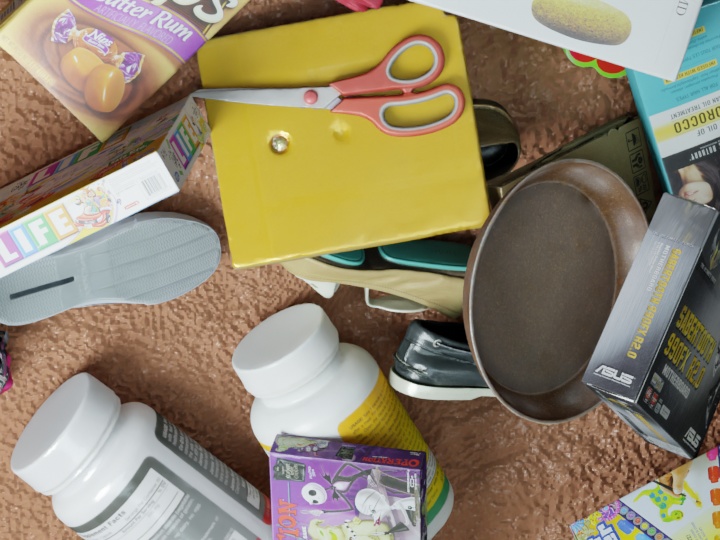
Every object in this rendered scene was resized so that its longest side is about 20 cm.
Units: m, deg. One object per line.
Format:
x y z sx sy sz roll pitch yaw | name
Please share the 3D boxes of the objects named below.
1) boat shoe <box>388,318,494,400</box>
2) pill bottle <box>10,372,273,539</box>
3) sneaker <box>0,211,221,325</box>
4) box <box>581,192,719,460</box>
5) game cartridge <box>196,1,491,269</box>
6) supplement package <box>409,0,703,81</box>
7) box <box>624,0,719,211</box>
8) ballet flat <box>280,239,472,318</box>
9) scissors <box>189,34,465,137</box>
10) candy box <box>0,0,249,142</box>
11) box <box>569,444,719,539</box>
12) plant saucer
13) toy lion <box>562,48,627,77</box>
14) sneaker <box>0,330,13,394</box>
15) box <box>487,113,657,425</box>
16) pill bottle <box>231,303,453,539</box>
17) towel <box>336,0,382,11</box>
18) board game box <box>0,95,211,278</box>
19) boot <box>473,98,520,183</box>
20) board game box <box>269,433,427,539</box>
0.119 0.061 1.779 0.199 0.075 0.066 1 110 -20 | boat shoe
-0.169 0.176 1.763 0.200 0.114 0.114 40 100 -20 | pill bottle
-0.206 -0.009 1.712 0.200 0.071 0.073 -10 110 -29 | sneaker
0.247 0.047 1.728 0.048 0.200 0.159 21 81 26 | box
-0.012 -0.103 1.678 0.199 0.032 0.177 -9 91 4 | game cartridge
0.144 -0.219 1.592 0.199 0.110 0.114 17 101 1 | supplement package
0.258 -0.125 1.727 0.082 0.049 0.200 -21 126 3 | box
0.000 0.000 1.751 0.199 0.069 0.063 13 122 -13 | ballet flat
-0.024 -0.122 1.655 0.199 0.014 0.073 -13 92 4 | scissors
-0.162 -0.206 1.647 0.200 0.056 0.117 -44 111 6 | candy box
0.300 0.252 1.828 0.192 0.122 0.200 -28 143 3 | box
0.144 0.014 1.686 0.200 0.034 0.201 -9 103 -39 | plant saucer
0.235 -0.240 1.703 0.199 0.069 0.192 -7 119 -7 | toy lion
-0.297 0.062 1.663 0.074 0.200 0.081 -3 85 -9 | sneaker
0.178 -0.002 1.751 0.163 0.021 0.201 -27 114 -35 | box
-0.018 0.130 1.772 0.113 0.113 0.200 -31 113 3 | pill bottle
-0.005 -0.305 1.623 0.144 0.022 0.200 28 88 -22 | towel
-0.212 -0.052 1.631 0.200 0.135 0.034 -25 106 15 | board game box
0.026 -0.088 1.715 0.199 0.075 0.074 -10 114 -5 | boot
-0.008 0.220 1.744 0.120 0.032 0.200 8 124 14 | board game box
